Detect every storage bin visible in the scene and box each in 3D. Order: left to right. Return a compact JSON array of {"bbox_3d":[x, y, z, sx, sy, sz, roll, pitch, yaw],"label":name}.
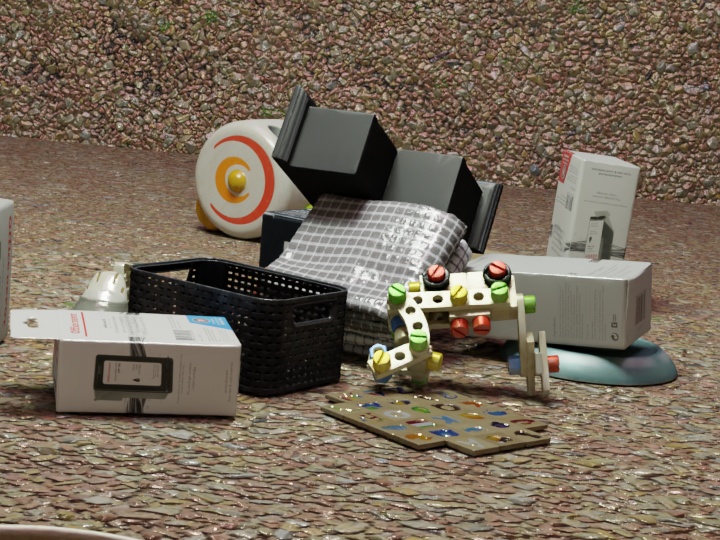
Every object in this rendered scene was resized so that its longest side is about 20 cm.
[{"bbox_3d":[-0.125,0.052,1.523,0.199,0.095,0.135,11,11,36],"label":"storage bin"}]

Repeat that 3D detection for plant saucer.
[{"bbox_3d":[0.255,0.091,1.707,0.198,0.028,0.200,5,9,-1],"label":"plant saucer"}]

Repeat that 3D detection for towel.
[{"bbox_3d":[0.000,0.000,1.659,0.198,0.086,0.166,11,54,28],"label":"towel"}]

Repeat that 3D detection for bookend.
[{"bbox_3d":[0.033,-0.112,1.730,0.197,0.093,0.200,9,-20,26],"label":"bookend"}]

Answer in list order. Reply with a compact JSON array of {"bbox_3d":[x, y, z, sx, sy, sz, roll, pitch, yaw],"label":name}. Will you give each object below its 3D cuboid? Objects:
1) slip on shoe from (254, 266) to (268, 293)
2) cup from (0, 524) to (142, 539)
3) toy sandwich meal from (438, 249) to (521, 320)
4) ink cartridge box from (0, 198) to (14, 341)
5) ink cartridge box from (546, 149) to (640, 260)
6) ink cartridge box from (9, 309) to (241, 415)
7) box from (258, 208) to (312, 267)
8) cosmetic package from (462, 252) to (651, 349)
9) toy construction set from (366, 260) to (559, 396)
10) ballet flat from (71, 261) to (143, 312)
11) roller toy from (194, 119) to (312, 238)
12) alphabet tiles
[{"bbox_3d":[-0.040,0.037,1.758,0.199,0.062,0.074,12,10,30],"label":"slip on shoe"},{"bbox_3d":[-0.129,0.189,0.531,0.198,0.145,0.200,6,9,-1],"label":"cup"},{"bbox_3d":[0.162,0.023,1.925,0.203,0.071,0.205,5,9,-1],"label":"toy sandwich meal"},{"bbox_3d":[-0.393,0.010,1.453,0.083,0.148,0.200,6,10,0],"label":"ink cartridge box"},{"bbox_3d":[0.309,-0.054,2.077,0.082,0.202,0.147,8,10,-4],"label":"ink cartridge box"},{"bbox_3d":[-0.214,0.081,1.367,0.198,0.069,0.116,3,10,-13],"label":"ink cartridge box"},{"bbox_3d":[-0.012,-0.018,1.962,0.147,0.108,0.199,11,10,35],"label":"box"},{"bbox_3d":[0.213,0.032,1.692,0.198,0.082,0.113,5,11,24],"label":"cosmetic package"},{"bbox_3d":[0.103,0.061,1.514,0.198,0.093,0.132,7,48,-9],"label":"toy construction set"},{"bbox_3d":[-0.274,0.026,1.682,0.067,0.064,0.200,6,10,7],"label":"ballet flat"},{"bbox_3d":[-0.163,-0.144,2.401,0.198,0.184,0.139,11,12,29],"label":"roller toy"},{"bbox_3d":[0.068,0.135,1.399,0.165,0.006,0.199,-2,12,-42],"label":"alphabet tiles"}]
